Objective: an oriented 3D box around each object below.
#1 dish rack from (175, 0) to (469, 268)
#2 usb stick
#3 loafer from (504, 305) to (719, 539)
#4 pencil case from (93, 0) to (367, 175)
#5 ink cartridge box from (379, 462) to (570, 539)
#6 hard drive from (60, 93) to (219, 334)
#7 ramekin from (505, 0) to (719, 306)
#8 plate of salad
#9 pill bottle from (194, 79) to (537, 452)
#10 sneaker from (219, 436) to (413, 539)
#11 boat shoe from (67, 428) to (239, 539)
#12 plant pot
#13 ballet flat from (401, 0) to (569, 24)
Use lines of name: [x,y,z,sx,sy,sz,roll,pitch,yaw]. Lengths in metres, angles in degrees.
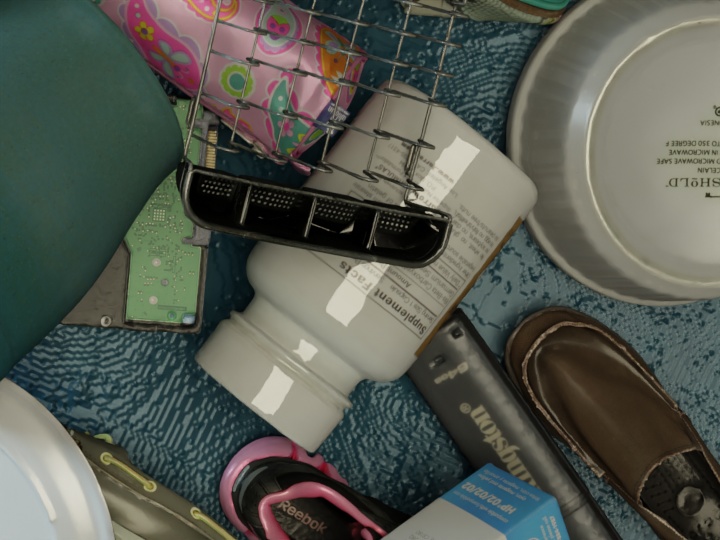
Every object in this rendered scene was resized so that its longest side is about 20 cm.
dish rack: [-0.012,-0.112,1.389,0.153,0.055,0.200,10,98,-23]
usb stick: [0.091,0.110,1.561,0.055,0.033,0.200,-30,100,30]
loafer: [0.169,0.099,1.558,0.200,0.071,0.073,44,87,-10]
pencil case: [-0.093,-0.137,1.476,0.200,0.087,0.087,33,89,-2]
ink cartridge box: [0.031,0.214,1.468,0.200,0.068,0.115,-33,122,-22]
hard drive: [-0.186,-0.039,1.506,0.200,0.038,0.140,4,94,-9]
ramekin: [0.192,-0.074,1.529,0.202,0.094,0.203,-2,98,-12]
plate of salad: [-0.216,0.143,1.478,0.200,0.048,0.200,9,109,28]
pill bottle: [0.000,0.000,1.500,0.114,0.114,0.200,38,88,-10]
sneaker: [0.012,0.168,1.528,0.200,0.095,0.079,25,89,-12]
boat shoe: [-0.154,0.133,1.515,0.202,0.072,0.060,37,48,1]
plant pot: [-0.203,-0.054,1.394,0.188,0.200,0.200,-39,100,-19]
ballet flat: [0.030,-0.185,1.504,0.200,0.069,0.071,25,130,-36]
